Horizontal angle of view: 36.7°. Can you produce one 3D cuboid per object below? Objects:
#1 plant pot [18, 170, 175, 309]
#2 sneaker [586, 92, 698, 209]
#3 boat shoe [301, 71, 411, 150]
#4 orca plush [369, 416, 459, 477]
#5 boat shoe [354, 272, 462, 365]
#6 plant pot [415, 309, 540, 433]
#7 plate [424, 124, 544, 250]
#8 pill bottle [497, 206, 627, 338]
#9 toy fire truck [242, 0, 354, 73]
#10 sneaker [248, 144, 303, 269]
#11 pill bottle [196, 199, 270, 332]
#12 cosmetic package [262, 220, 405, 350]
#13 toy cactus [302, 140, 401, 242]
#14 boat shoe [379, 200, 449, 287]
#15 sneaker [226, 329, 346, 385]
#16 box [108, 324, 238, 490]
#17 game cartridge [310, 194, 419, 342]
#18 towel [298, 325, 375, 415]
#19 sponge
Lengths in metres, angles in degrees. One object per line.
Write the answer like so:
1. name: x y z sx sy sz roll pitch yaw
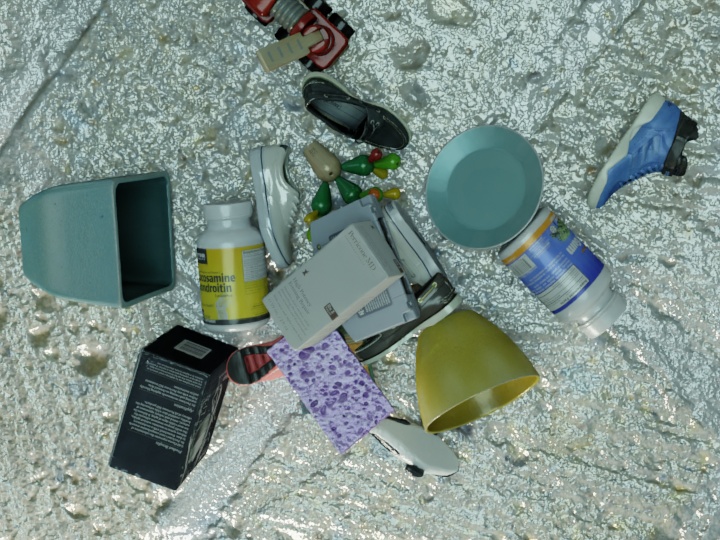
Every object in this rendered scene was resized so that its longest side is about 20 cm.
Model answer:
1. plant pot: -0.430 -0.054 1.738 0.197 0.196 0.199 1 99 16
2. sneaker: 0.443 -0.162 1.678 0.111 0.077 0.201 35 94 10
3. boat shoe: -0.007 -0.233 1.690 0.198 0.067 0.074 33 126 -24
4. orca plush: 0.063 0.296 1.789 0.198 0.106 0.071 15 146 -22
5. boat shoe: 0.065 0.077 1.709 0.200 0.072 0.061 -35 97 17
6. plant pot: 0.165 0.148 1.714 0.198 0.200 0.143 -27 70 9
7. plate: 0.196 -0.129 1.706 0.198 0.026 0.203 -7 75 26
8. pill bottle: 0.320 0.007 1.699 0.200 0.112 0.112 44 100 -2
9. toy fire truck: -0.114 -0.374 1.643 0.176 0.200 0.129 44 100 -2
10. sneaker: -0.128 -0.105 1.750 0.070 0.073 0.203 -10 97 11
11. pill bottle: -0.207 -0.009 1.752 0.110 0.112 0.203 -3 98 6
12. cosmetic package: -0.041 0.023 1.635 0.200 0.074 0.102 -41 77 24
13. toy cactus: -0.033 -0.134 1.734 0.200 0.102 0.165 -45 82 19
14. boat shoe: 0.079 -0.016 1.725 0.069 0.071 0.201 -32 117 11
15. sneaker: -0.120 0.134 1.771 0.198 0.087 0.075 -15 83 1
16. box: -0.298 0.216 1.751 0.123 0.200 0.199 20 100 4
17. game cartridge: 0.000 0.000 1.674 0.132 0.041 0.202 -23 86 32
18. towel: -0.051 0.137 1.789 0.145 0.022 0.203 -8 100 24
19. sponge: -0.046 0.174 1.704 0.111 0.030 0.201 -36 83 -2
